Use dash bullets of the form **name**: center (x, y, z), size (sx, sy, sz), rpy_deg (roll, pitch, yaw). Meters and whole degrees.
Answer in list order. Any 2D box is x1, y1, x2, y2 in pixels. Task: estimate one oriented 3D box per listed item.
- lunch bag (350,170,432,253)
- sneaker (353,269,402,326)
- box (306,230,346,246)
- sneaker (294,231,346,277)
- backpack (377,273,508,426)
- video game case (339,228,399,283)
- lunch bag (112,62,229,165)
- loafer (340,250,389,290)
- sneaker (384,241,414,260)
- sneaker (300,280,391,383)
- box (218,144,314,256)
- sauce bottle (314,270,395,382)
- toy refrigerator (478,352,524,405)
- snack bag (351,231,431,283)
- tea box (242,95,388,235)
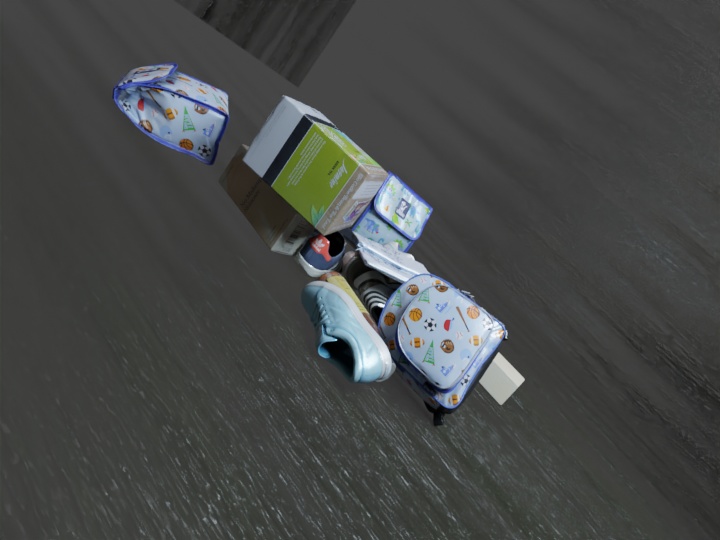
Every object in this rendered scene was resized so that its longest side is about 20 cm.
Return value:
- **lunch bag**: center (0.076, -0.138, 1.443), size (0.168, 0.201, 0.128), rpy_deg (34, 15, -22)
- **sneaker**: center (0.062, 0.084, 1.086), size (0.199, 0.075, 0.118), rpy_deg (28, 36, -52)
- **box**: center (-0.136, -0.125, 1.171), size (0.198, 0.045, 0.161), rpy_deg (30, 18, -40)
- **sneaker**: center (-0.055, -0.040, 1.060), size (0.075, 0.085, 0.200), rpy_deg (42, 14, 7)
- **backpack**: center (0.119, 0.108, 0.870), size (0.188, 0.201, 0.155), rpy_deg (35, -17, 23)
- **video game case**: center (0.051, -0.011, 1.229), size (0.180, 0.026, 0.200), rpy_deg (41, -2, 28)
- **lunch bag**: center (-0.351, -0.311, 1.007), size (0.195, 0.126, 0.171), rpy_deg (19, 22, -23)
- **loafer**: center (0.000, 0.000, 1.113), size (0.063, 0.072, 0.200), rpy_deg (47, 4, 27)
- **sneaker**: center (0.118, 0.005, 1.356), size (0.201, 0.080, 0.071), rpy_deg (49, -13, 17)
- **sneaker**: center (-0.041, 0.084, 0.783), size (0.080, 0.076, 0.199), rpy_deg (-5, 35, -45)
- **box**: center (-0.172, -0.132, 1.006), size (0.200, 0.096, 0.077), rpy_deg (47, 17, 26)
- **sauce bottle**: center (-0.012, 0.089, 0.858), size (0.065, 0.066, 0.202), rpy_deg (23, 26, -49)
- **toy refrigerator**: center (0.284, 0.212, 1.262), size (0.200, 0.071, 0.075), rpy_deg (46, 22, 19)
- **snack bag**: center (0.072, -0.011, 1.045), size (0.184, 0.022, 0.201), rpy_deg (26, 13, -14)
- **tea box**: center (-0.071, -0.183, 0.962), size (0.196, 0.134, 0.200), rpy_deg (42, 15, 3)
